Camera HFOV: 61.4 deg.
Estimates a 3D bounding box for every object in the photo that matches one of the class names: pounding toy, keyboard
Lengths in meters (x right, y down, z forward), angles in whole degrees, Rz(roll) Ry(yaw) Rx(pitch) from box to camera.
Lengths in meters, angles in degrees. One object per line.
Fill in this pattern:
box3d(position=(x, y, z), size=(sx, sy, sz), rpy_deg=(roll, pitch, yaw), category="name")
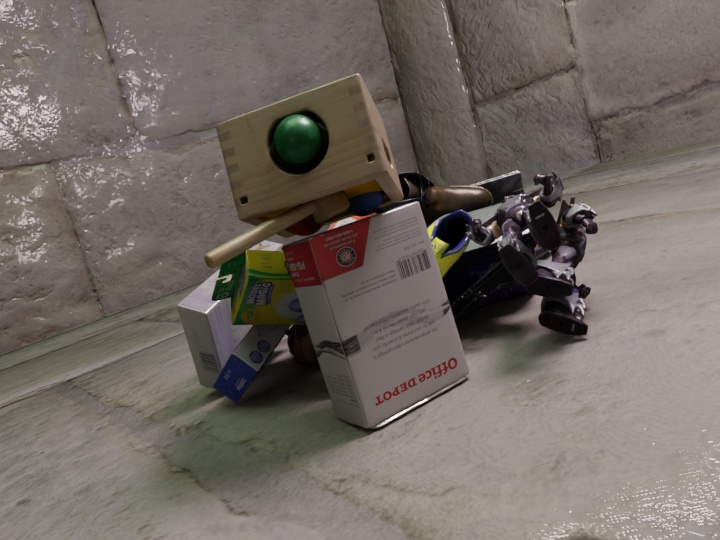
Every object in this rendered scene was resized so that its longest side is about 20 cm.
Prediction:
box3d(position=(-0.058, -0.091, 0.637), size=(0.181, 0.145, 0.200), rpy_deg=(-17, -6, 9), category="pounding toy")
box3d(position=(0.153, 0.030, 0.806), size=(0.200, 0.021, 0.127), rpy_deg=(-48, -2, 42), category="keyboard")

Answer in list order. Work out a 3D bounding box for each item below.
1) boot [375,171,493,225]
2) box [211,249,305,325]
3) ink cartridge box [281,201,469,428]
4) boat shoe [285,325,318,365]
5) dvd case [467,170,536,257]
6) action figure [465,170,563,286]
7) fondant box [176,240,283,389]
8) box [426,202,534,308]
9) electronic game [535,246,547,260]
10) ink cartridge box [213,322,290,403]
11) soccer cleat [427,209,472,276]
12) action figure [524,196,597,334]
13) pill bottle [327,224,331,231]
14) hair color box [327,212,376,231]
box3d(position=(0.097, -0.098, 0.883), size=(0.196, 0.076, 0.097), rpy_deg=(-9, -15, 6), category="boot")
box3d(position=(-0.087, 0.025, 0.784), size=(0.197, 0.049, 0.118), rpy_deg=(3, -34, -21), category="box")
box3d(position=(0.018, 0.045, 0.662), size=(0.145, 0.203, 0.082), rpy_deg=(-20, 6, -29), category="ink cartridge box")
box3d(position=(-0.084, 0.099, 0.956), size=(0.071, 0.077, 0.200), rpy_deg=(-19, 7, -6), category="boat shoe")
box3d(position=(0.172, -0.058, 0.966), size=(0.197, 0.151, 0.016), rpy_deg=(-16, 23, 5), category="dvd case")
box3d(position=(0.190, -0.061, 0.723), size=(0.130, 0.069, 0.200), rpy_deg=(-43, 10, 18), category="action figure")
box3d(position=(-0.181, 0.064, 0.934), size=(0.057, 0.146, 0.200), rpy_deg=(9, 35, 24), category="fondant box")
box3d(position=(0.154, -0.008, 0.910), size=(0.197, 0.142, 0.080), rpy_deg=(-16, 46, 4), category="box")
box3d(position=(0.279, -0.032, 1.200), size=(0.197, 0.042, 0.200), rpy_deg=(-17, 8, 2), category="electronic game")
box3d(position=(-0.129, 0.085, 0.867), size=(0.094, 0.044, 0.201), rpy_deg=(-53, 4, 43), category="ink cartridge box")
box3d(position=(0.078, -0.003, 0.769), size=(0.201, 0.064, 0.084), rpy_deg=(-50, -7, -28), category="soccer cleat")
box3d(position=(0.260, -0.008, 0.760), size=(0.068, 0.132, 0.200), rpy_deg=(2, 32, 27), category="action figure")
box3d(position=(-0.008, -0.037, 1.235), size=(0.111, 0.203, 0.112), rpy_deg=(-16, 8, 2), category="pill bottle")
box3d(position=(0.000, 0.000, 0.929), size=(0.063, 0.201, 0.112), rpy_deg=(28, 72, 29), category="hair color box")
